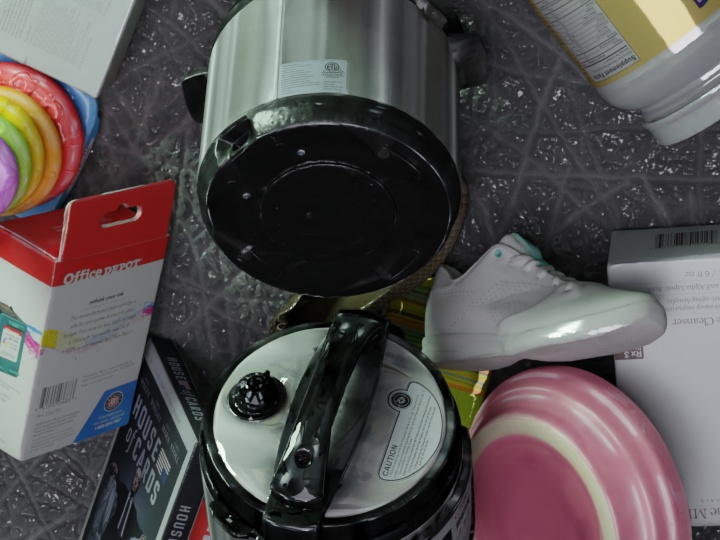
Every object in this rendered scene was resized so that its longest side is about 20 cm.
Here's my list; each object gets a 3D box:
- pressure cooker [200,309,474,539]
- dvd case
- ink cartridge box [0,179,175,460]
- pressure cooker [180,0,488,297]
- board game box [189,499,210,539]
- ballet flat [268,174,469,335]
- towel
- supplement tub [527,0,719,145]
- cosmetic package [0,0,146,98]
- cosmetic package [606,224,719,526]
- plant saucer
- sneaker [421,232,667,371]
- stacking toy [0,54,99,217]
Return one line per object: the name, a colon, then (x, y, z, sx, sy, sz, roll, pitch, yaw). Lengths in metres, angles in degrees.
pressure cooker: (-0.019, 0.135, 1.406, 0.178, 0.176, 0.200, -21, 142, -16)
dvd case: (-0.158, 0.171, 1.564, 0.025, 0.150, 0.201, 10, 113, -24)
ink cartridge box: (-0.207, 0.023, 1.521, 0.067, 0.116, 0.201, 27, 115, 29)
pressure cooker: (-0.016, -0.106, 1.421, 0.175, 0.200, 0.179, 24, 132, -23)
board game box: (-0.036, 0.251, 1.608, 0.199, 0.046, 0.152, 12, 110, 6)
ballet flat: (0.000, 0.000, 1.517, 0.200, 0.046, 0.067, -44, 65, 22)
towel: (0.042, 0.105, 1.538, 0.086, 0.018, 0.201, 14, 94, 7)
supplement tub: (0.180, -0.195, 1.375, 0.145, 0.145, 0.200, -37, 99, 19)
cosmetic package: (-0.209, -0.242, 1.481, 0.150, 0.052, 0.201, 25, 111, 0)
cosmetic package: (0.233, 0.073, 1.488, 0.112, 0.081, 0.201, -5, 107, 11)
plant saucer: (0.134, 0.166, 1.456, 0.200, 0.051, 0.201, 17, 114, 46)
sneaker: (0.117, 0.017, 1.448, 0.200, 0.075, 0.089, -8, 76, 42)
stacking toy: (-0.262, -0.074, 1.468, 0.109, 0.200, 0.116, 28, 110, 0)
